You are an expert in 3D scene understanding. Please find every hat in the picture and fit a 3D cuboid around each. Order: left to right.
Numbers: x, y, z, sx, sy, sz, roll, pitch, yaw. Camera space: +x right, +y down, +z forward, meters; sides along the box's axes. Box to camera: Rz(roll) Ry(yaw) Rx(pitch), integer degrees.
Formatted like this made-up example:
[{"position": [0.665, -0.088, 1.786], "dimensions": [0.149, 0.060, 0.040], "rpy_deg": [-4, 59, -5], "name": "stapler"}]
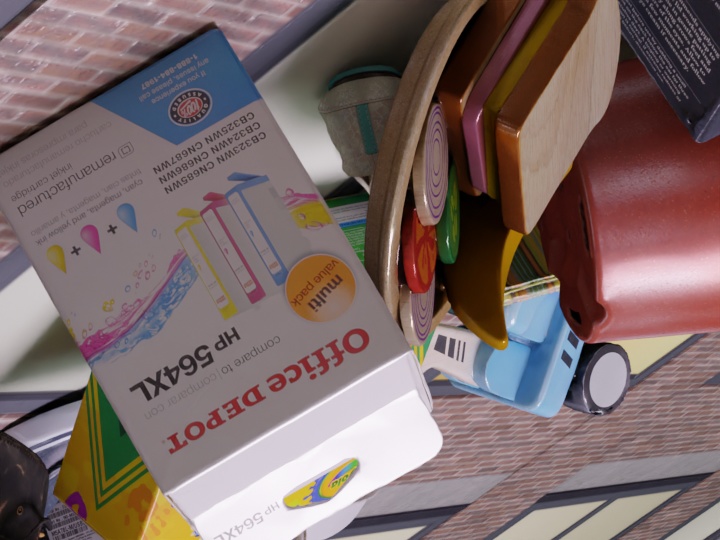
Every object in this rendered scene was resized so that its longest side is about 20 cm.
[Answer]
[{"position": [-0.218, 0.114, 1.395], "dimensions": [0.201, 0.201, 0.081], "rpy_deg": [33, 75, -72], "name": "hat"}]

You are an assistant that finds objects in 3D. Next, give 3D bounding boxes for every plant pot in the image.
[{"position": [0.204, -0.048, 1.495], "dimensions": [0.195, 0.201, 0.201], "rpy_deg": [-9, 160, -7], "name": "plant pot"}]

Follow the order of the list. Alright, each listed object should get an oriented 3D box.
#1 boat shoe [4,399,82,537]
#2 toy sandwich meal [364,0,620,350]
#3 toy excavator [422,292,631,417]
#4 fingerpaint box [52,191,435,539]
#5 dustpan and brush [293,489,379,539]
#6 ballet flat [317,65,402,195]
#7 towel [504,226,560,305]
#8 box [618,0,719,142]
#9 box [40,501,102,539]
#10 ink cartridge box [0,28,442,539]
[{"position": [-0.208, 0.155, 1.545], "dimensions": [0.200, 0.091, 0.071], "rpy_deg": [-30, 164, -4], "name": "boat shoe"}, {"position": [0.066, -0.054, 1.308], "dimensions": [0.205, 0.070, 0.205], "rpy_deg": [15, 90, -74], "name": "toy sandwich meal"}, {"position": [0.070, 0.041, 1.645], "dimensions": [0.200, 0.100, 0.195], "rpy_deg": [22, 87, -45], "name": "toy excavator"}, {"position": [-0.052, 0.055, 1.453], "dimensions": [0.200, 0.073, 0.167], "rpy_deg": [-12, 130, -49], "name": "fingerpaint box"}, {"position": [-0.048, 0.127, 1.565], "dimensions": [0.200, 0.140, 0.057], "rpy_deg": [-91, -156, -62], "name": "dustpan and brush"}, {"position": [0.021, -0.052, 1.389], "dimensions": [0.067, 0.062, 0.200], "rpy_deg": [-15, 166, 14], "name": "ballet flat"}, {"position": [0.142, -0.024, 1.614], "dimensions": [0.200, 0.086, 0.018], "rpy_deg": [-15, 122, -9], "name": "towel"}, {"position": [0.223, -0.172, 1.328], "dimensions": [0.148, 0.104, 0.200], "rpy_deg": [-26, 163, -21], "name": "box"}, {"position": [-0.213, 0.205, 1.691], "dimensions": [0.200, 0.048, 0.193], "rpy_deg": [-21, 162, 2], "name": "box"}, {"position": [-0.060, 0.020, 1.213], "dimensions": [0.129, 0.200, 0.125], "rpy_deg": [-31, 164, -3], "name": "ink cartridge box"}]
